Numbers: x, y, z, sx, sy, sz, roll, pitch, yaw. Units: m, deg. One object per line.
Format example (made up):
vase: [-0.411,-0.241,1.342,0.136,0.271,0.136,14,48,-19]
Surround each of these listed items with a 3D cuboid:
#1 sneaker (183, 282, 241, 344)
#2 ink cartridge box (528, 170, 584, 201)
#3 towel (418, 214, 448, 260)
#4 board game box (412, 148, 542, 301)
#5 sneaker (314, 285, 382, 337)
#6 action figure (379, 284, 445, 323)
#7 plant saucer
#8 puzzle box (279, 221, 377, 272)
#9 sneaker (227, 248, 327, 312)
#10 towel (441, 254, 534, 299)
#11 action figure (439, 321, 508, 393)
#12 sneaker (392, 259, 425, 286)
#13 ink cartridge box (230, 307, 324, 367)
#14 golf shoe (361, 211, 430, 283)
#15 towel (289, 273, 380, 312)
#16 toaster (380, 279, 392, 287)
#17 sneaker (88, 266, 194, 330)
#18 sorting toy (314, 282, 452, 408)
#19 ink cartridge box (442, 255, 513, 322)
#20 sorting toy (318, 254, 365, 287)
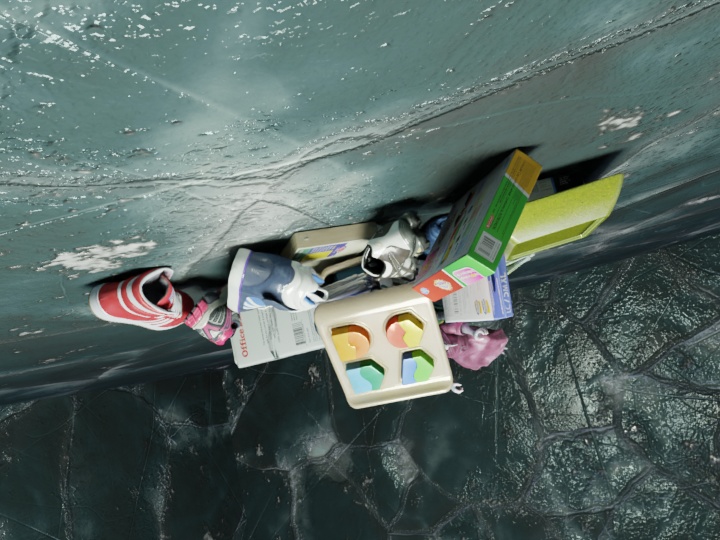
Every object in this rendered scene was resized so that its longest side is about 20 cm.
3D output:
sneaker: [-0.234,0.078,0.996,0.081,0.074,0.200,-48,-178,12]
ink cartridge box: [0.285,-0.104,0.951,0.097,0.040,0.200,-14,169,-3]
towel: [0.154,-0.053,1.026,0.109,0.050,0.200,-11,170,-9]
board game box: [0.146,-0.050,0.763,0.040,0.155,0.200,30,163,-5]
sneaker: [0.018,0.071,0.972,0.195,0.092,0.078,-7,-177,8]
action figure: [0.098,0.078,1.074,0.197,0.056,0.117,14,161,-32]
plant saucer: [0.290,-0.068,0.894,0.196,0.049,0.200,-17,168,5]
puzzle box: [-0.063,-0.028,0.930,0.130,0.026,0.200,-9,169,-22]
sneaker: [-0.125,0.035,0.894,0.144,0.082,0.200,18,160,-4]
towel: [0.218,-0.007,1.088,0.170,0.049,0.200,-36,-171,-6]
action figure: [0.165,0.118,1.012,0.198,0.149,0.135,12,117,-42]
sneaker: [0.098,0.021,1.094,0.079,0.078,0.200,4,164,0]
ink cartridge box: [-0.159,0.100,1.165,0.196,0.150,0.083,-13,172,4]
golf shoe: [0.040,-0.023,0.862,0.093,0.079,0.201,-23,162,-9]
towel: [-0.041,0.042,1.010,0.144,0.024,0.200,-21,174,7]
toaster: [0.035,0.054,1.253,0.178,0.121,0.200,-10,170,-26]
sneaker: [-0.295,0.045,0.885,0.110,0.073,0.199,-14,169,23]
sorting toy: [0.039,0.127,0.911,0.181,0.203,0.037,-13,-152,12]
ink cartridge box: [0.175,0.015,0.879,0.041,0.122,0.200,-7,176,-14]
sorting toy: [0.000,0.000,1.022,0.197,0.037,0.185,-23,175,-18]
